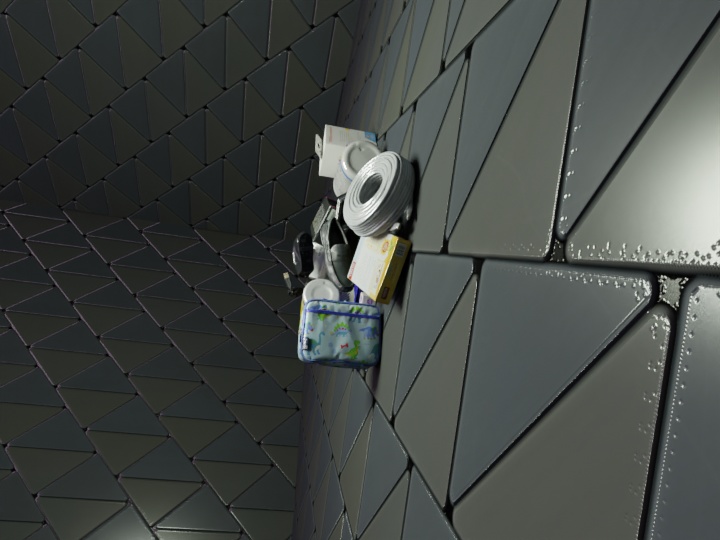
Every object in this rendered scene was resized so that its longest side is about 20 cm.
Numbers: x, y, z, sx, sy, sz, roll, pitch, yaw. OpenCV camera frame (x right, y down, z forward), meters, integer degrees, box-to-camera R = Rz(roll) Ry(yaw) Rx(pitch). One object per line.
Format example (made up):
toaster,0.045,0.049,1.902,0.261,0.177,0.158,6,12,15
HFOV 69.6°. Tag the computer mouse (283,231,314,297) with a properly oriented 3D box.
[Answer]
computer mouse,-0.199,-0.015,1.610,0.140,0.046,0.201,-21,-73,-52

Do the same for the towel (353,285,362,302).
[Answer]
towel,0.000,0.000,1.540,0.201,0.049,0.148,-95,16,-53

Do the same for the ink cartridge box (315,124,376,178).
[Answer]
ink cartridge box,-0.055,-0.389,1.724,0.129,0.199,0.126,-92,14,-48

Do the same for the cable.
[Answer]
cable,0.038,-0.169,1.158,0.199,0.069,0.201,-21,49,47

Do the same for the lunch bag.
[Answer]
lunch bag,-0.050,0.151,1.254,0.082,0.199,0.162,125,152,-69

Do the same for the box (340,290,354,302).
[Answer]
box,-0.037,0.050,1.663,0.082,0.068,0.201,105,168,-46

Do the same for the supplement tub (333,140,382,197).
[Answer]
supplement tub,-0.008,-0.293,1.571,0.200,0.131,0.133,127,149,-73

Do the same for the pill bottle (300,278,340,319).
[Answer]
pill bottle,-0.130,0.122,1.618,0.200,0.113,0.115,108,167,-57

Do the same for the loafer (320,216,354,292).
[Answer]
loafer,-0.056,-0.041,1.303,0.070,0.068,0.202,123,136,-54

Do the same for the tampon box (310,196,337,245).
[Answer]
tampon box,-0.070,-0.142,1.695,0.127,0.149,0.200,-61,15,12

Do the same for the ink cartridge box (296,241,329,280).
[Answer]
ink cartridge box,-0.138,-0.025,1.746,0.200,0.066,0.117,30,-105,-75

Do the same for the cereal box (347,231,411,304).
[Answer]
cereal box,0.037,-0.021,1.172,0.145,0.039,0.200,-71,22,8

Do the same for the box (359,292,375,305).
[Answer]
box,0.006,0.160,1.398,0.039,0.041,0.201,-123,43,-75

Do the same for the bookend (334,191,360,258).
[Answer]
bookend,0.001,-0.104,1.356,0.199,0.092,0.201,178,101,-68
